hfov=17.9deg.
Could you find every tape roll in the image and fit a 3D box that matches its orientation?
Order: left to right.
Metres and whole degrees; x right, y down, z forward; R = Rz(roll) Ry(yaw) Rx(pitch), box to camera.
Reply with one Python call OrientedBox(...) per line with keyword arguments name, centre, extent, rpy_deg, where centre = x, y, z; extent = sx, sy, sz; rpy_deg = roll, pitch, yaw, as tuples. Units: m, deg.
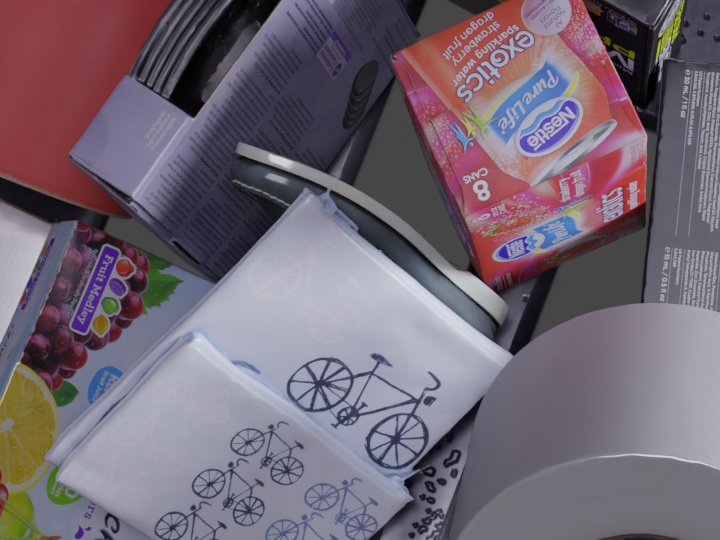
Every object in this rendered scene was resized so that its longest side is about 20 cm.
OrientedBox(name="tape roll", centre=(0.144, 0.136, 1.125), extent=(0.202, 0.139, 0.203), rpy_deg=(4, 120, 7))

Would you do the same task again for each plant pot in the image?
OrientedBox(name="plant pot", centre=(-0.155, -0.134, 1.229), extent=(0.200, 0.200, 0.178), rpy_deg=(23, 93, 9))

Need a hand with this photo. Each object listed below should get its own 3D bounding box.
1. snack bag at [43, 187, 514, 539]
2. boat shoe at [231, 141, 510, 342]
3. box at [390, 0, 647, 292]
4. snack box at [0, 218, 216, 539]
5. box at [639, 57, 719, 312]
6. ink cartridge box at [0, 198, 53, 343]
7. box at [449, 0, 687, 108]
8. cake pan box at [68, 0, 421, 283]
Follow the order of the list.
OrientedBox(name="snack bag", centre=(-0.032, 0.075, 1.180), extent=(0.200, 0.188, 0.021), rpy_deg=(-45, 38, 8))
OrientedBox(name="boat shoe", centre=(0.000, 0.000, 1.194), extent=(0.073, 0.200, 0.062), rpy_deg=(24, 81, 50))
OrientedBox(name="box", centre=(0.086, -0.064, 1.179), extent=(0.099, 0.200, 0.096), rpy_deg=(-24, 77, 1))
OrientedBox(name="snack box", centre=(-0.135, 0.092, 1.221), extent=(0.142, 0.053, 0.201), rpy_deg=(25, 83, -22))
OrientedBox(name="box", centre=(0.222, -0.003, 1.218), extent=(0.141, 0.079, 0.201), rpy_deg=(6, 81, 10))
OrientedBox(name="ink cartridge box", centre=(-0.239, 0.023, 1.274), extent=(0.200, 0.048, 0.146), rpy_deg=(25, 84, 9))
OrientedBox(name="box", centre=(0.079, -0.171, 1.219), extent=(0.200, 0.160, 0.044), rpy_deg=(31, 83, 9))
OrientedBox(name="cake pan box", centre=(-0.056, -0.093, 1.198), extent=(0.052, 0.200, 0.184), rpy_deg=(32, 86, 18))
